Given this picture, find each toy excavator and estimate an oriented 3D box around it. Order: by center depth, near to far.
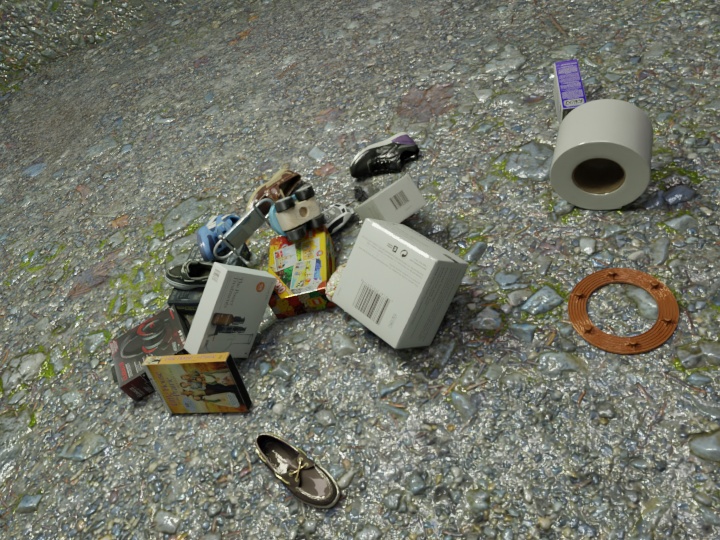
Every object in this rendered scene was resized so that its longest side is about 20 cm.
[{"bbox_3d":[-0.165,-0.152,1.425,0.194,0.100,0.199,-33,19,-33],"label":"toy excavator"}]

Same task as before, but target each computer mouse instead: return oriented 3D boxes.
[{"bbox_3d":[-0.056,-0.142,1.471,0.199,0.044,0.110,-33,43,-10],"label":"computer mouse"}]

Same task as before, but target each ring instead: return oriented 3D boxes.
[{"bbox_3d":[0.510,0.072,1.105,0.199,0.019,0.201,-11,49,12],"label":"ring"}]

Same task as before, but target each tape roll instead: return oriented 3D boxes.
[{"bbox_3d":[0.528,-0.251,1.240,0.202,0.203,0.140,6,55,24],"label":"tape roll"}]

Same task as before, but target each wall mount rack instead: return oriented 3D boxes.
[{"bbox_3d":[-0.277,-0.100,1.372,0.074,0.174,0.200,38,80,28],"label":"wall mount rack"}]

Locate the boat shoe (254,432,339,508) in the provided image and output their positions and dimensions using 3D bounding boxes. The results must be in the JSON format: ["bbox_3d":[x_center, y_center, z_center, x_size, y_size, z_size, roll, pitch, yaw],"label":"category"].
[{"bbox_3d":[-0.124,0.373,1.064,0.199,0.060,0.072,27,64,35],"label":"boat shoe"}]

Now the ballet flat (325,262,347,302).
[{"bbox_3d":[0.000,0.000,1.282,0.200,0.076,0.064,-41,6,-35],"label":"ballet flat"}]

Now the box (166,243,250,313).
[{"bbox_3d":[-0.387,0.017,1.458,0.157,0.051,0.201,-3,51,18],"label":"box"}]

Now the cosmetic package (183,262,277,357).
[{"bbox_3d":[-0.281,0.091,1.236,0.052,0.150,0.201,26,99,33],"label":"cosmetic package"}]

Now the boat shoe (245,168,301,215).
[{"bbox_3d":[-0.238,-0.209,1.577,0.072,0.072,0.200,18,54,33],"label":"boat shoe"}]

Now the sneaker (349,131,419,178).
[{"bbox_3d":[0.067,-0.303,1.540,0.199,0.076,0.088,-31,54,-6],"label":"sneaker"}]

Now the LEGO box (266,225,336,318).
[{"bbox_3d":[-0.140,0.003,1.361,0.148,0.077,0.201,-14,49,10],"label":"LEGO box"}]

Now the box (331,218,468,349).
[{"bbox_3d":[0.079,0.025,1.165,0.199,0.130,0.201,34,108,35],"label":"box"}]

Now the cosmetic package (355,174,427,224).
[{"bbox_3d":[0.067,-0.152,1.334,0.107,0.085,0.200,-35,5,-8],"label":"cosmetic package"}]

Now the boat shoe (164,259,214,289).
[{"bbox_3d":[-0.406,0.002,1.394,0.199,0.071,0.072,2,53,22],"label":"boat shoe"}]

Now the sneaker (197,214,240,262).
[{"bbox_3d":[-0.361,-0.092,1.454,0.082,0.074,0.200,-6,31,8],"label":"sneaker"}]

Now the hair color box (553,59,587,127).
[{"bbox_3d":[0.536,-0.434,1.448,0.064,0.110,0.201,-3,52,16],"label":"hair color box"}]

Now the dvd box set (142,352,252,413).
[{"bbox_3d":[-0.344,0.241,1.197,0.199,0.147,0.029,-4,31,16],"label":"dvd box set"}]

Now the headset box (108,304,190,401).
[{"bbox_3d":[-0.492,0.197,1.333,0.199,0.075,0.149,-31,49,-6],"label":"headset box"}]
